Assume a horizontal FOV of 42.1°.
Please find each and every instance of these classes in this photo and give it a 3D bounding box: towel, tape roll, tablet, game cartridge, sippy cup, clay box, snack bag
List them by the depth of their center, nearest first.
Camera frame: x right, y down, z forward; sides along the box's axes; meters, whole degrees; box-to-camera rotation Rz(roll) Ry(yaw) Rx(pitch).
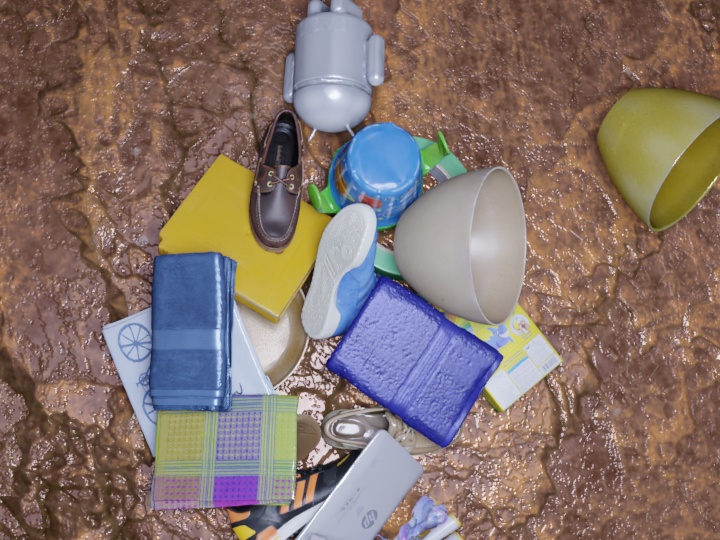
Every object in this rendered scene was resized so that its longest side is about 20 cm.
[{"bbox_3d":[-0.174,0.228,1.186,0.198,0.023,0.145,-5,68,12],"label":"towel"},{"bbox_3d":[-0.215,0.078,1.193,0.110,0.048,0.203,0,88,15],"label":"towel"},{"bbox_3d":[-0.002,0.316,1.231,0.014,0.130,0.201,28,75,45],"label":"tablet"},{"bbox_3d":[0.070,0.119,1.231,0.199,0.050,0.148,34,89,-5],"label":"towel"},{"bbox_3d":[-0.226,0.124,1.237,0.198,0.021,0.190,-24,87,11],"label":"snack bag"},{"bbox_3d":[0.025,-0.132,1.244,0.139,0.130,0.179,31,79,0],"label":"sippy cup"},{"bbox_3d":[-0.155,-0.046,1.282,0.199,0.033,0.177,30,61,5],"label":"game cartridge"},{"bbox_3d":[0.175,0.084,1.312,0.115,0.048,0.201,-37,84,-10],"label":"clay box"},{"bbox_3d":[0.065,-0.088,1.330,0.198,0.048,0.203,1,81,-5],"label":"tape roll"}]

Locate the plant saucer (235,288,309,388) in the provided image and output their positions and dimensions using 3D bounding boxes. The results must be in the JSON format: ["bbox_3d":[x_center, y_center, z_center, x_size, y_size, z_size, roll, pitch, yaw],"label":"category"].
[{"bbox_3d":[-0.168,0.076,1.286,0.198,0.035,0.203,1,80,-6],"label":"plant saucer"}]

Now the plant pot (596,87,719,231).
[{"bbox_3d":[0.422,-0.178,1.324,0.200,0.201,0.142,-40,60,-10],"label":"plant pot"}]

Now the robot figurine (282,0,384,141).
[{"bbox_3d":[-0.039,-0.282,1.319,0.168,0.112,0.203,-6,78,35],"label":"robot figurine"}]

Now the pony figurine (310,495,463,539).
[{"bbox_3d":[0.039,0.377,1.186,0.200,0.194,0.167,-39,63,-12],"label":"pony figurine"}]

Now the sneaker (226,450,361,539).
[{"bbox_3d":[-0.086,0.289,1.241,0.199,0.070,0.090,-37,87,-9],"label":"sneaker"}]

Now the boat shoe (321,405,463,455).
[{"bbox_3d":[0.046,0.217,1.268,0.197,0.065,0.072,-3,81,-6],"label":"boat shoe"}]

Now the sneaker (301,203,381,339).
[{"bbox_3d":[-0.001,-0.001,1.255,0.077,0.110,0.202,38,120,37],"label":"sneaker"}]

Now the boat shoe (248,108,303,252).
[{"bbox_3d":[-0.113,-0.126,1.276,0.070,0.070,0.202,5,63,-12],"label":"boat shoe"}]

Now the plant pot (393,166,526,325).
[{"bbox_3d":[0.122,-0.032,1.224,0.133,0.200,0.203,1,78,30],"label":"plant pot"}]

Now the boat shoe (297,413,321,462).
[{"bbox_3d":[-0.148,0.235,1.243,0.198,0.072,0.073,-26,108,0],"label":"boat shoe"}]
